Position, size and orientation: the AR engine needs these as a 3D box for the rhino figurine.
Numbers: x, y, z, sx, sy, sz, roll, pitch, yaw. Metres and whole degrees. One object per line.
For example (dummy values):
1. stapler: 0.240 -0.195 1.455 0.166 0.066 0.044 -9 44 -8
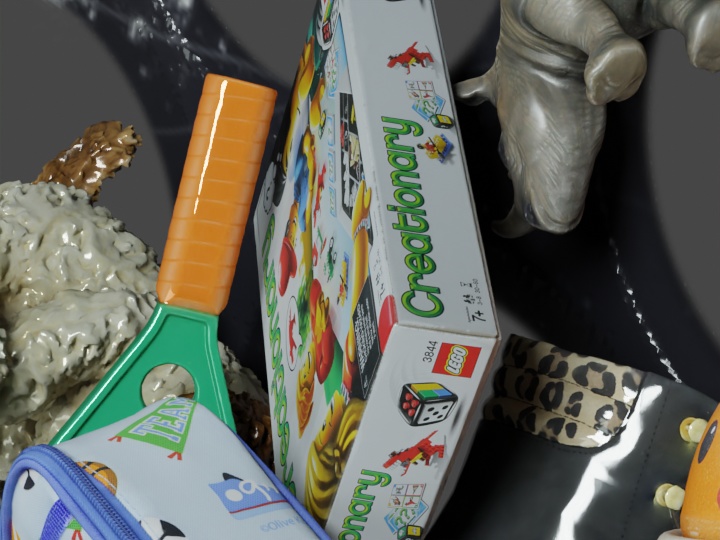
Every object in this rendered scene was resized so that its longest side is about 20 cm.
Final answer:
1. rhino figurine: 0.073 -0.089 0.700 0.088 0.060 0.200 59 142 41

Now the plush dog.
1. plush dog: -0.095 0.049 0.903 0.172 0.160 0.200 44 159 6

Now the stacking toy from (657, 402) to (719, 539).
1. stacking toy: 0.151 -0.007 0.625 0.146 0.146 0.200 -5 84 48

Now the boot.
1. boot: 0.091 0.114 0.707 0.200 0.073 0.151 20 82 34

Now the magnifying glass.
1. magnifying glass: -0.064 0.033 0.800 0.022 0.079 0.200 -145 68 -81

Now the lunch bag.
1. lunch bag: -0.057 0.146 0.714 0.160 0.075 0.200 44 138 31

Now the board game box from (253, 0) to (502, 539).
1. board game box: 0.000 0.000 0.749 0.200 0.035 0.126 -98 20 -50
